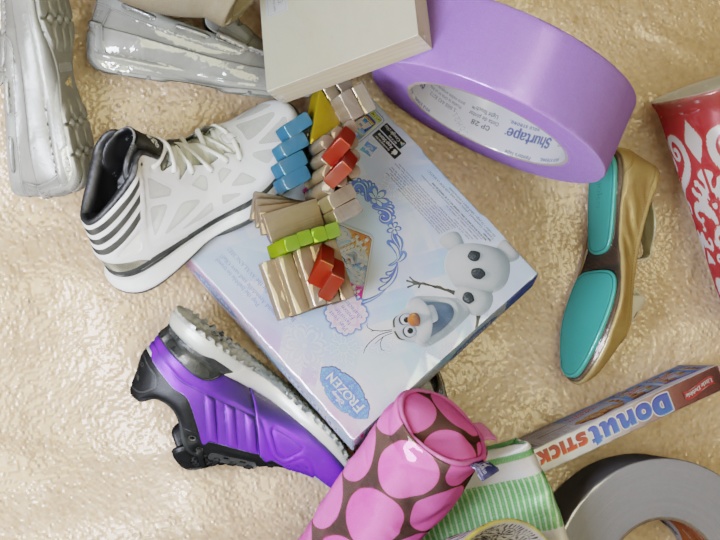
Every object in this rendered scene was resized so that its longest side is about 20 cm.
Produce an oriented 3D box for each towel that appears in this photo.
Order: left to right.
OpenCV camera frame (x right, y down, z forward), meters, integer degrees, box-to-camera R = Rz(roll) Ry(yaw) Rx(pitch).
[{"bbox_3d":[0.098,0.241,1.434,0.151,0.023,0.202,-15,98,19],"label":"towel"}]

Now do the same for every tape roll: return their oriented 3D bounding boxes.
[{"bbox_3d":[0.111,-0.141,1.401,0.199,0.200,0.066,27,80,-14],"label":"tape roll"},{"bbox_3d":[0.238,0.255,1.496,0.198,0.066,0.203,0,89,-17],"label":"tape roll"}]

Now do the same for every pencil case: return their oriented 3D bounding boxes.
[{"bbox_3d":[0.021,0.188,1.386,0.093,0.201,0.091,1,44,-48],"label":"pencil case"}]

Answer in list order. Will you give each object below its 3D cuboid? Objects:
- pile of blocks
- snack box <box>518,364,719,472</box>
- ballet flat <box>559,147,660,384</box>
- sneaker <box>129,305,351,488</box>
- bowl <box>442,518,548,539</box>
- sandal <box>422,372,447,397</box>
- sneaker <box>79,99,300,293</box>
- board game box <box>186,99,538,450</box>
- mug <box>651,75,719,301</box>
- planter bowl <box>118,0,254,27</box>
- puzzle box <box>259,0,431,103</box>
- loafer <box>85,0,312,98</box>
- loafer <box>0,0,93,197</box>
[{"bbox_3d":[-0.034,-0.064,1.356,0.081,0.062,0.202,8,79,-18],"label":"pile of blocks"},{"bbox_3d":[0.201,0.124,1.485,0.198,0.072,0.025,-22,93,-15],"label":"snack box"},{"bbox_3d":[0.215,-0.001,1.499,0.063,0.068,0.202,13,86,-29],"label":"ballet flat"},{"bbox_3d":[-0.097,0.123,1.407,0.200,0.070,0.100,40,93,-16],"label":"sneaker"},{"bbox_3d":[0.069,0.284,1.363,0.200,0.094,0.203,-2,92,-49],"label":"bowl"},{"bbox_3d":[0.027,0.088,1.445,0.081,0.055,0.201,-26,93,-15],"label":"sandal"},{"bbox_3d":[-0.128,-0.081,1.363,0.200,0.116,0.076,-43,55,-15],"label":"sneaker"},{"bbox_3d":[0.000,0.000,1.415,0.199,0.043,0.200,-40,79,-14],"label":"board game box"},{"bbox_3d":[0.353,-0.070,1.508,0.176,0.133,0.202,-18,96,-14],"label":"mug"},{"bbox_3d":[-0.116,-0.266,1.329,0.134,0.200,0.201,39,78,-1],"label":"planter bowl"},{"bbox_3d":[-0.017,-0.238,1.379,0.132,0.025,0.202,-17,62,25],"label":"puzzle box"},{"bbox_3d":[-0.113,-0.176,1.406,0.198,0.070,0.071,8,95,-15],"label":"loafer"},{"bbox_3d":[-0.252,-0.155,1.357,0.069,0.070,0.202,-8,91,16],"label":"loafer"}]
